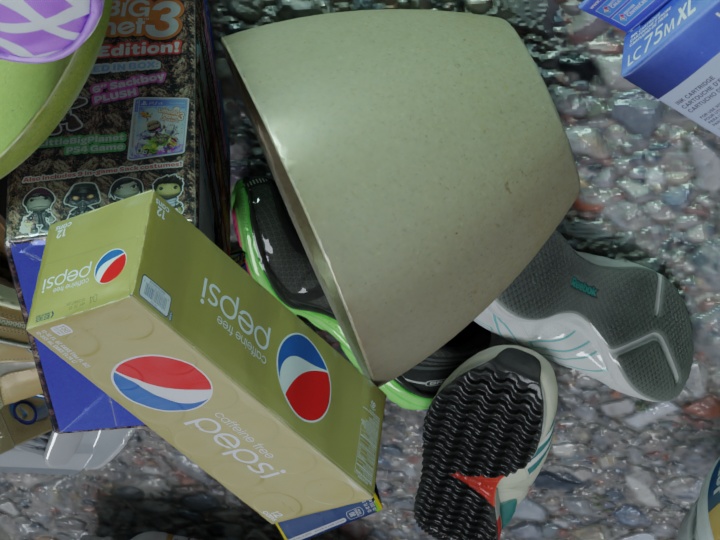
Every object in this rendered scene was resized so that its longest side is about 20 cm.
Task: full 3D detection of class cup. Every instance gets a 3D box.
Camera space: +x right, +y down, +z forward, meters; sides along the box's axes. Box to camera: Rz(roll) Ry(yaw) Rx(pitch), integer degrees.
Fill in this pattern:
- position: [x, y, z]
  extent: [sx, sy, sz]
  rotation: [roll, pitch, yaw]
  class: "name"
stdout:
- position: [0.030, -0.058, 1.434]
  extent: [0.143, 0.201, 0.201]
  rotation: [-24, 136, -2]
  class: "cup"

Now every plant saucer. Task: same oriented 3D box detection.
- position: [-0.191, -0.114, 1.391]
  extent: [0.200, 0.201, 0.031]
  rotation: [-24, 140, 34]
  class: "plant saucer"

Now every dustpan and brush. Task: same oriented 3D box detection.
- position: [-0.165, 0.057, 1.679]
  extent: [0.139, 0.057, 0.200]
  rotation: [6, 117, -48]
  class: "dustpan and brush"

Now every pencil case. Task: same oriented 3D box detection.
- position: [-0.157, -0.186, 1.300]
  extent: [0.085, 0.200, 0.084]
  rotation: [16, 130, -16]
  class: "pencil case"

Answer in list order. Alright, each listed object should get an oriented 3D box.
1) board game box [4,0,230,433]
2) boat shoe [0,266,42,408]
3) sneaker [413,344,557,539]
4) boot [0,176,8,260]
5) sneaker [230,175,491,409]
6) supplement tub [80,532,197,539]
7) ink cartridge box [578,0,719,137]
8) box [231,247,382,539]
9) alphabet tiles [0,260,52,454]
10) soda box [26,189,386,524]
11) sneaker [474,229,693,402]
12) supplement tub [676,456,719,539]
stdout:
- position: [-0.124, -0.042, 1.446]
  extent: [0.096, 0.201, 0.160]
  rotation: [-4, 139, 2]
  class: "board game box"
- position: [-0.192, 0.046, 1.563]
  extent: [0.199, 0.076, 0.072]
  rotation: [19, 162, 7]
  class: "boat shoe"
- position: [0.083, 0.087, 1.645]
  extent: [0.070, 0.094, 0.200]
  rotation: [23, 144, 9]
  class: "sneaker"
- position: [-0.213, -0.038, 1.586]
  extent: [0.200, 0.074, 0.075]
  rotation: [37, 136, -15]
  class: "boot"
- position: [0.000, 0.000, 1.591]
  extent: [0.084, 0.077, 0.200]
  rotation: [-37, 126, 21]
  class: "sneaker"
- position: [-0.099, 0.255, 1.832]
  extent: [0.199, 0.145, 0.145]
  rotation: [10, 140, 0]
  class: "supplement tub"
- position: [0.224, -0.111, 1.424]
  extent: [0.200, 0.042, 0.119]
  rotation: [31, 136, -20]
  class: "ink cartridge box"
- position: [-0.054, 0.079, 1.675]
  extent: [0.070, 0.064, 0.200]
  rotation: [-22, 134, 6]
  class: "box"
- position: [-0.264, 0.041, 1.590]
  extent: [0.199, 0.167, 0.006]
  rotation: [-24, 174, -15]
  class: "alphabet tiles"
- position: [-0.071, 0.046, 1.343]
  extent: [0.068, 0.064, 0.200]
  rotation: [-17, 138, 31]
  class: "soda box"
- position: [0.116, 0.018, 1.581]
  extent: [0.200, 0.071, 0.080]
  rotation: [30, 162, -36]
  class: "sneaker"
- position: [0.289, 0.138, 1.618]
  extent: [0.144, 0.145, 0.200]
  rotation: [23, 138, -15]
  class: "supplement tub"
